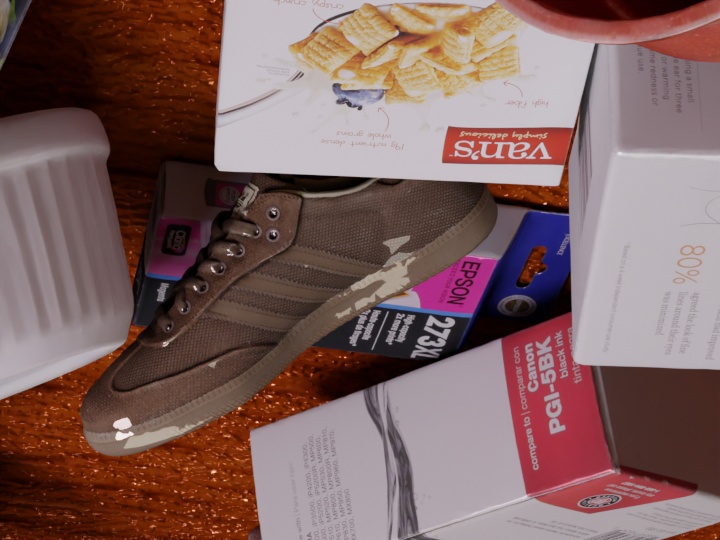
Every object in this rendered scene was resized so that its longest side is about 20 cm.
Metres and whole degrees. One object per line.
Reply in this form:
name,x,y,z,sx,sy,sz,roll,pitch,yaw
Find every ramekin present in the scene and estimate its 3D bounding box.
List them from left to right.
ramekin,-0.183,0.013,0.963,0.201,0.095,0.202,-20,177,-1

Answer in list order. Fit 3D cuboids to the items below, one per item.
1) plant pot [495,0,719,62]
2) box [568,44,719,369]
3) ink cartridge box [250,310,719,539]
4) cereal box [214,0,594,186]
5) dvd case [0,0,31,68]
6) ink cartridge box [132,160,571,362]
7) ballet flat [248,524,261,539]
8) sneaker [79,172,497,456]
plant pot,0.161,-0.135,0.749,0.200,0.202,0.195,-28,145,37
box,0.188,-0.042,0.949,0.199,0.107,0.153,2,146,-1
ink cartridge box,0.067,0.096,1.154,0.199,0.083,0.146,-22,157,30
cereal box,0.021,-0.111,0.893,0.143,0.040,0.201,2,140,-4
dvd case,-0.171,-0.094,0.733,0.142,0.018,0.201,17,111,-29
ink cartridge box,0.000,0.000,1.085,0.199,0.037,0.095,5,147,-10
ballet flat,0.026,0.164,1.319,0.199,0.068,0.067,24,121,-39
sneaker,-0.042,-0.002,1.002,0.199,0.070,0.076,-33,107,-6
